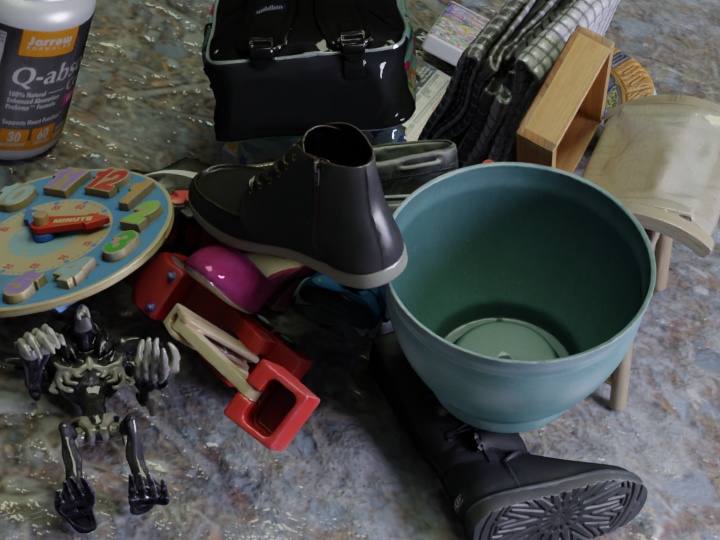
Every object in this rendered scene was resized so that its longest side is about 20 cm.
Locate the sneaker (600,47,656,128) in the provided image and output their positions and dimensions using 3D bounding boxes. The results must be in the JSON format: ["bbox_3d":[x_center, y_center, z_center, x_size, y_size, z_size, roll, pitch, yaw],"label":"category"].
[{"bbox_3d":[0.262,-0.132,1.880,0.075,0.088,0.200,-30,64,-20],"label":"sneaker"}]

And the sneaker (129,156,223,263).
[{"bbox_3d":[-0.113,-0.050,1.603,0.200,0.071,0.098,1,34,-34],"label":"sneaker"}]

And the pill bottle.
[{"bbox_3d":[-0.280,-0.198,1.590,0.116,0.200,0.117,13,40,-11],"label":"pill bottle"}]

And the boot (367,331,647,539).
[{"bbox_3d":[0.113,0.121,1.529,0.164,0.066,0.200,-1,40,-30],"label":"boot"}]

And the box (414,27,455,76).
[{"bbox_3d":[0.096,-0.137,1.829,0.200,0.049,0.161,31,41,12],"label":"box"}]

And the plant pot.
[{"bbox_3d":[0.112,0.036,1.460,0.200,0.134,0.201,2,47,-2],"label":"plant pot"}]

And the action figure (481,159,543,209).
[{"bbox_3d":[0.109,-0.033,1.606,0.065,0.200,0.052,5,65,-6],"label":"action figure"}]

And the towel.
[{"bbox_3d":[0.125,-0.161,1.625,0.085,0.200,0.166,34,55,10],"label":"towel"}]

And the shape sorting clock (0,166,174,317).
[{"bbox_3d":[-0.239,-0.026,1.478,0.199,0.039,0.200,-9,28,5],"label":"shape sorting clock"}]

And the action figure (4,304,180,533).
[{"bbox_3d":[-0.187,0.082,1.388,0.118,0.102,0.200,-3,46,-18],"label":"action figure"}]

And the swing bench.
[{"bbox_3d":[0.221,-0.031,1.643,0.129,0.200,0.199,26,38,5],"label":"swing bench"}]

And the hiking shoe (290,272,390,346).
[{"bbox_3d":[0.000,0.000,1.532,0.074,0.087,0.200,26,13,5],"label":"hiking shoe"}]

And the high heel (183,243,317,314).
[{"bbox_3d":[-0.068,-0.018,1.498,0.067,0.096,0.200,38,7,21],"label":"high heel"}]

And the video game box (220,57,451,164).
[{"bbox_3d":[0.005,-0.113,1.716,0.182,0.047,0.200,33,56,10],"label":"video game box"}]

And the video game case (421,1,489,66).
[{"bbox_3d":[0.137,-0.209,1.901,0.143,0.018,0.200,27,19,0],"label":"video game case"}]

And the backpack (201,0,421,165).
[{"bbox_3d":[-0.040,-0.174,1.617,0.177,0.151,0.200,-6,36,0],"label":"backpack"}]

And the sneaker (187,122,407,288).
[{"bbox_3d":[-0.051,-0.068,1.411,0.200,0.107,0.075,19,44,36],"label":"sneaker"}]

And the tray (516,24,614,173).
[{"bbox_3d":[0.162,-0.117,1.573,0.037,0.200,0.099,28,81,9],"label":"tray"}]

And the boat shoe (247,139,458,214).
[{"bbox_3d":[-0.019,-0.078,1.535,0.199,0.071,0.072,-2,19,-14],"label":"boat shoe"}]

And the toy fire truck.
[{"bbox_3d":[-0.103,0.055,1.448,0.200,0.049,0.141,38,7,18],"label":"toy fire truck"}]
